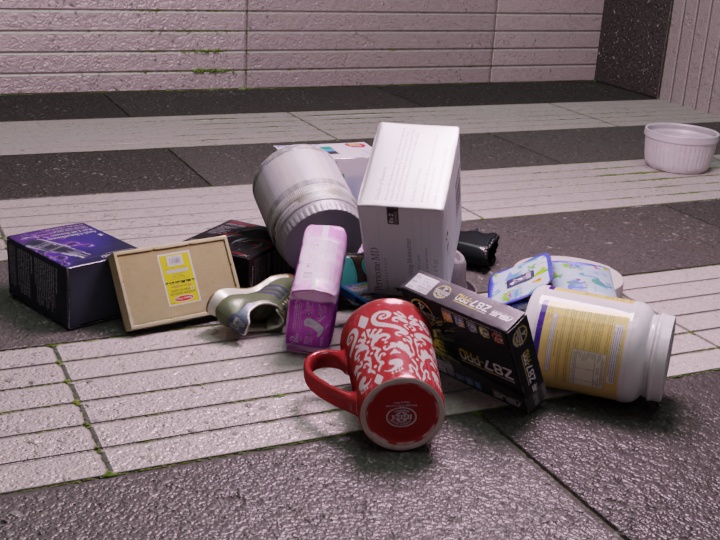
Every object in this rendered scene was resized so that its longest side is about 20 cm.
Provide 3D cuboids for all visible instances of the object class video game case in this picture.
[{"bbox_3d":[0.076,0.050,1.654,0.143,0.018,0.200,-8,19,-27],"label":"video game case"}]

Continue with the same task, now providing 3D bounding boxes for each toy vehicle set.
[{"bbox_3d":[-0.291,0.019,1.678,0.200,0.124,0.027,-10,-7,-34],"label":"toy vehicle set"}]

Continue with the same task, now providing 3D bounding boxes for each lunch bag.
[{"bbox_3d":[0.300,0.052,1.672,0.200,0.128,0.170,6,19,6],"label":"lunch bag"}]

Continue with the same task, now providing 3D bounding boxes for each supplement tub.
[{"bbox_3d":[0.336,0.106,1.499,0.200,0.146,0.145,11,21,19],"label":"supplement tub"}]

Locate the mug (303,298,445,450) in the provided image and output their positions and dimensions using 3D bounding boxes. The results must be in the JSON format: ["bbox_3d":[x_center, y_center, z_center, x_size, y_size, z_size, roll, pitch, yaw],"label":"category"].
[{"bbox_3d":[0.027,0.151,1.398,0.177,0.133,0.200,-32,23,9],"label":"mug"}]

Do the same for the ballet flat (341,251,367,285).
[{"bbox_3d":[0.000,0.000,1.776,0.200,0.073,0.073,-13,18,9],"label":"ballet flat"}]

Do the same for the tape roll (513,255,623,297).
[{"bbox_3d":[0.375,0.021,1.909,0.203,0.037,0.203,2,20,-1],"label":"tape roll"}]

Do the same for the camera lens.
[{"bbox_3d":[-0.092,-0.111,1.833,0.160,0.160,0.200,-4,42,-21],"label":"camera lens"}]

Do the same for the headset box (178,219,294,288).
[{"bbox_3d":[-0.213,-0.028,1.890,0.149,0.075,0.200,13,21,23],"label":"headset box"}]

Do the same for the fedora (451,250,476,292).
[{"bbox_3d":[0.105,0.000,1.839,0.200,0.090,0.177,9,20,17],"label":"fedora"}]

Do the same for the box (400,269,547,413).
[{"bbox_3d":[0.157,0.097,1.471,0.200,0.161,0.049,23,56,42],"label":"box"}]

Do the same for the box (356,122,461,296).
[{"bbox_3d":[0.082,-0.093,1.644,0.131,0.199,0.200,4,47,12],"label":"box"}]

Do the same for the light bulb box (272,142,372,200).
[{"bbox_3d":[-0.064,-0.135,2.032,0.198,0.200,0.125,-5,20,-21],"label":"light bulb box"}]

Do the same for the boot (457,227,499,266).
[{"bbox_3d":[0.170,-0.040,2.003,0.162,0.073,0.198,13,21,17],"label":"boot"}]

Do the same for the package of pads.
[{"bbox_3d":[-0.068,0.026,1.636,0.076,0.121,0.200,8,33,0],"label":"package of pads"}]

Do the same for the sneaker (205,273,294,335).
[{"bbox_3d":[-0.146,0.062,1.682,0.090,0.067,0.200,36,29,30],"label":"sneaker"}]

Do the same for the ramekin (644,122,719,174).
[{"bbox_3d":[0.875,-0.334,2.892,0.200,0.105,0.200,3,19,-1],"label":"ramekin"}]

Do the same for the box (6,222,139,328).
[{"bbox_3d":[-0.462,0.004,1.717,0.200,0.104,0.148,20,25,40],"label":"box"}]

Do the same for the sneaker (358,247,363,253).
[{"bbox_3d":[-0.028,-0.037,1.906,0.080,0.089,0.200,-16,18,5],"label":"sneaker"}]
